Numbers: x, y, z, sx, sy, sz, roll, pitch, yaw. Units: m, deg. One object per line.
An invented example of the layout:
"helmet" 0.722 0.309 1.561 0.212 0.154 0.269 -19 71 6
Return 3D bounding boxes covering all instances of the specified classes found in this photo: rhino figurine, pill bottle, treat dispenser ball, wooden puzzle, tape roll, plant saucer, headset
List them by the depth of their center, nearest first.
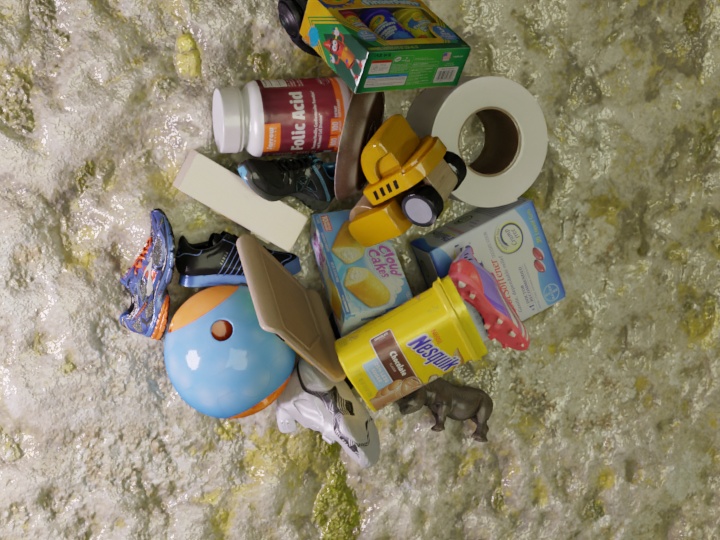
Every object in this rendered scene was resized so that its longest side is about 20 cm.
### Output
"wooden puzzle" -0.106 0.060 1.558 0.037 0.186 0.200 -33 139 14
"treat dispenser ball" -0.197 0.122 1.594 0.198 0.201 0.204 -3 100 -17
"pill bottle" -0.120 -0.233 1.603 0.197 0.114 0.116 -6 101 -16
"plant saucer" 0.003 -0.202 1.607 0.032 0.200 0.203 15 95 8
"headset" -0.085 -0.418 1.618 0.124 0.094 0.200 -50 125 -5
"tape roll" 0.181 -0.209 1.689 0.200 0.139 0.206 -3 101 -17
"rhino figurine" 0.140 0.229 1.792 0.198 0.060 0.089 16 75 -19

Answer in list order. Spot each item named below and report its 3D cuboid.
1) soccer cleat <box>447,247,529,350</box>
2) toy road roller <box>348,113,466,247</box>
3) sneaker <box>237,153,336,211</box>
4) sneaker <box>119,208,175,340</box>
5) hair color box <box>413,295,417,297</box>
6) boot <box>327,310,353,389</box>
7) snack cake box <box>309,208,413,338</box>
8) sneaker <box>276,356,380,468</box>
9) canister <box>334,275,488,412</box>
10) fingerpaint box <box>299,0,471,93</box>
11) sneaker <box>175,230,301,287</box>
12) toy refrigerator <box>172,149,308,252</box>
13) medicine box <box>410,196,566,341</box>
"soccer cleat" 0.212 0.050 1.678 0.200 0.066 0.077 44 58 -25
"toy road roller" 0.048 -0.140 1.570 0.146 0.199 0.123 50 48 -15
"sneaker" -0.103 -0.150 1.605 0.199 0.074 0.082 6 134 -51
"sneaker" -0.324 0.005 1.604 0.077 0.075 0.203 6 96 -15
"hair color box" 0.068 0.108 1.697 0.197 0.064 0.112 -14 105 19
"boot" -0.007 0.169 1.678 0.164 0.066 0.202 30 112 3
"snack cake box" 0.000 0.000 1.641 0.113 0.202 0.068 -10 144 -14
"sneaker" -0.056 0.234 1.641 0.115 0.075 0.201 -40 80 32
"canister" 0.075 0.113 1.571 0.198 0.087 0.149 -29 137 4
"fingerpaint box" 0.037 -0.345 1.572 0.198 0.167 0.074 -10 137 -35
"sneaker" -0.188 -0.023 1.641 0.197 0.070 0.079 -6 103 -19
"toy refrigerator" -0.186 -0.104 1.625 0.198 0.076 0.071 29 90 -20
"medicine box" 0.212 0.000 1.754 0.198 0.103 0.184 -27 106 -12
